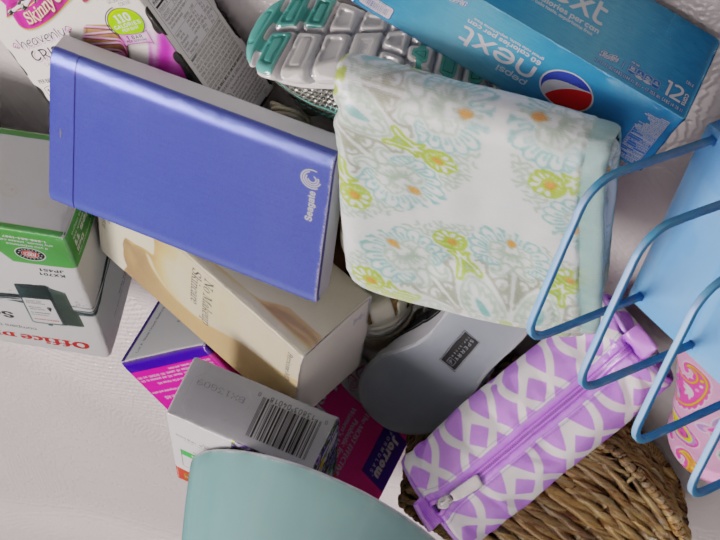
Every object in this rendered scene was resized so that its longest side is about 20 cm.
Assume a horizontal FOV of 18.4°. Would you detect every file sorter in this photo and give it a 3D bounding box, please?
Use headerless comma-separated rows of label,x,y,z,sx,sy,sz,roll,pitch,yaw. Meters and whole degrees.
file sorter,0.210,0.038,1.249,0.200,0.122,0.139,46,134,29

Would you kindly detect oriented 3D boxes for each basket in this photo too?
basket,0.141,0.144,1.628,0.200,0.149,0.143,36,111,-11

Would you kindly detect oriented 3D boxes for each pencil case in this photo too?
pencil case,0.246,0.054,1.420,0.087,0.088,0.200,18,142,15
pencil case,0.116,0.102,1.488,0.084,0.200,0.085,50,-171,12

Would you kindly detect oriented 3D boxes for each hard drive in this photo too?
hard drive,-0.109,-0.065,1.441,0.199,0.025,0.132,21,136,12

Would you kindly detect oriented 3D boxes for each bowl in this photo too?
bowl,-0.044,0.215,1.511,0.200,0.105,0.201,20,157,9

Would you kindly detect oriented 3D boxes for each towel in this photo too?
towel,0.069,-0.039,1.335,0.171,0.048,0.200,14,145,12

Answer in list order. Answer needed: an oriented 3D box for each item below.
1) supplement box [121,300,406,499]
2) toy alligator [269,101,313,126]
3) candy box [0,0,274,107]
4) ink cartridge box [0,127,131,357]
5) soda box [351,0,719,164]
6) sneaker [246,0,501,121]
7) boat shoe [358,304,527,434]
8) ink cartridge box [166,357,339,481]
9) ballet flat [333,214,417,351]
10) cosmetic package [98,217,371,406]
supplement box,-0.065,0.092,1.671,0.103,0.101,0.200,-13,129,44
toy alligator,0.022,-0.047,1.437,0.200,0.054,0.059,22,178,-17
candy box,-0.167,-0.165,1.447,0.136,0.061,0.200,-8,129,38
ink cartridge box,-0.256,-0.022,1.627,0.146,0.083,0.200,8,154,9
soda box,0.101,-0.145,1.284,0.200,0.068,0.064,31,147,-3
sneaker,0.031,-0.117,1.383,0.199,0.078,0.091,16,160,24
boat shoe,0.068,0.043,1.540,0.074,0.068,0.199,38,136,2
ink cartridge box,-0.074,0.137,1.570,0.109,0.050,0.200,23,157,9
ballet flat,0.000,0.000,1.529,0.067,0.062,0.200,-21,133,-1
cosmetic package,-0.090,0.001,1.542,0.200,0.071,0.105,40,154,19
